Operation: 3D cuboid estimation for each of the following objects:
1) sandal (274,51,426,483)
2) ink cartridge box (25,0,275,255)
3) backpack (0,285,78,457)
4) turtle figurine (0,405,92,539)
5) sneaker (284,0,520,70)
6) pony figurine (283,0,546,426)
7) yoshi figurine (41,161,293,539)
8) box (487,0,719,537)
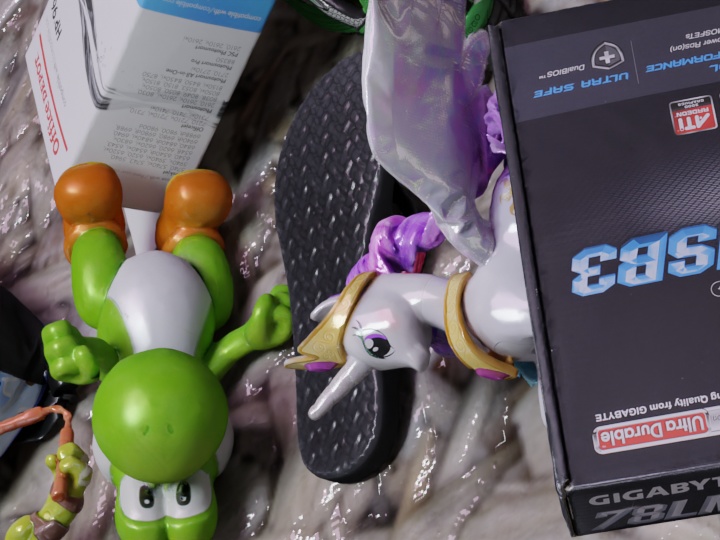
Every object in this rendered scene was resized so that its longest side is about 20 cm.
[{"bbox_3d":[0.000,0.000,1.216,0.075,0.045,0.201,-17,68,46],"label":"sandal"},{"bbox_3d":[-0.112,-0.111,1.326,0.201,0.067,0.116,-62,31,34],"label":"ink cartridge box"},{"bbox_3d":[-0.269,0.075,1.371,0.200,0.154,0.191,33,101,49],"label":"backpack"},{"bbox_3d":[-0.173,0.175,1.259,0.200,0.064,0.161,-48,46,-1],"label":"turtle figurine"},{"bbox_3d":[-0.004,-0.158,1.283,0.078,0.085,0.200,-58,38,0],"label":"sneaker"},{"bbox_3d":[0.068,-0.023,1.085,0.199,0.166,0.194,6,77,32],"label":"pony figurine"},{"bbox_3d":[-0.093,0.033,1.238,0.112,0.112,0.201,-27,50,24],"label":"yoshi figurine"},{"bbox_3d":[0.156,-0.016,0.956,0.199,0.050,0.200,-9,59,6],"label":"box"}]
